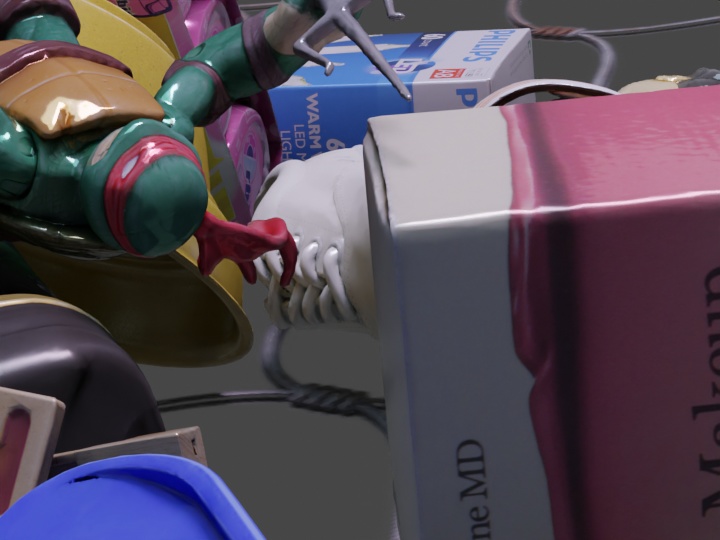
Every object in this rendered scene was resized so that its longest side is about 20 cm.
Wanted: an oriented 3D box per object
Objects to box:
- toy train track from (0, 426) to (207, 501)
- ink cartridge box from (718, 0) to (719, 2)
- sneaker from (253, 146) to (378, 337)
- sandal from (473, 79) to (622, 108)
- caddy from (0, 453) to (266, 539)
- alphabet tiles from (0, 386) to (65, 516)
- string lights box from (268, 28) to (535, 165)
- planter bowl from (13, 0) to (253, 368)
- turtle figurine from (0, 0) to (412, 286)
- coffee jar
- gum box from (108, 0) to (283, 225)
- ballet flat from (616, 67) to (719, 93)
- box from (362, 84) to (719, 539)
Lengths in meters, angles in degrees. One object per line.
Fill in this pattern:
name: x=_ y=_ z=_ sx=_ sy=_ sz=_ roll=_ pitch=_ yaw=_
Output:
toy train track: x=-0.118 y=0.065 z=0.722 sx=0.199 sy=0.115 sz=0.032 roll=-12 pitch=-1 yaw=28
ink cartridge box: x=0.229 y=-0.066 z=0.937 sx=0.145 sy=0.088 sz=0.200 roll=14 pitch=-18 yaw=48
sneaker: x=0.000 y=0.000 z=1.005 sx=0.070 sy=0.073 sz=0.200 roll=-16 pitch=8 yaw=-3
sandal: x=0.075 y=-0.035 z=1.034 sx=0.079 sy=0.060 sz=0.207 roll=-10 pitch=18 yaw=-3
caddy: x=-0.049 y=0.122 z=0.556 sx=0.141 sy=0.105 sz=0.200 roll=-31 pitch=21 yaw=-6
alphabet tiles: x=-0.167 y=0.063 z=0.708 sx=0.199 sy=0.168 sz=0.008 roll=9 pitch=-10 yaw=26
string lights box: x=-0.032 y=-0.060 z=1.239 sx=0.199 sy=0.059 sz=0.103 roll=-2 pitch=15 yaw=13
planter bowl: x=-0.115 y=-0.046 z=0.982 sx=0.199 sy=0.084 sz=0.201 roll=19 pitch=-16 yaw=6
turtle figurine: x=-0.085 y=-0.054 z=0.813 sx=0.149 sy=0.101 sz=0.200 roll=5 pitch=16 yaw=-39
coffee jar: x=-0.112 y=0.044 z=0.834 sx=0.085 sy=0.105 sz=0.200 roll=-19 pitch=20 yaw=-15
gum box: x=-0.103 y=-0.073 z=1.099 sx=0.113 sy=0.200 sz=0.066 roll=-2 pitch=55 yaw=10
ballet flat: x=0.200 y=-0.083 z=1.242 sx=0.199 sy=0.057 sz=0.066 roll=-8 pitch=15 yaw=-7
box: x=0.106 y=0.022 z=0.792 sx=0.199 sy=0.129 sz=0.109 roll=-6 pitch=17 yaw=-1
